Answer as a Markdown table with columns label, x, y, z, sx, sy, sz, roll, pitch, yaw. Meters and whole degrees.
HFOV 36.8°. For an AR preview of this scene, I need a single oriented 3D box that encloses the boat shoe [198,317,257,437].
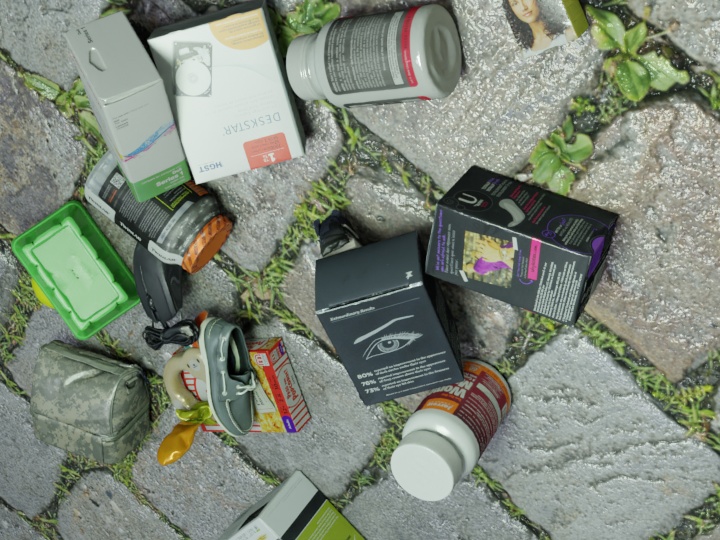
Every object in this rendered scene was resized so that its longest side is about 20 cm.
| label | x | y | z | sx | sy | sz | roll | pitch | yaw |
| --- | --- | --- | --- | --- | --- | --- | --- | --- | --- |
| boat shoe | -0.194 | 0.168 | 1.660 | 0.062 | 0.073 | 0.201 | 1 | 111 | 35 |

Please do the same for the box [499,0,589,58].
| label | x | y | z | sx | sy | sz | roll | pitch | yaw |
| --- | --- | --- | --- | --- | --- | --- | --- | --- | --- |
| box | 0.180 | -0.344 | 1.202 | 0.075 | 0.050 | 0.201 | -17 | 107 | 37 |

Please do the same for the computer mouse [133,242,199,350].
| label | x | y | z | sx | sy | sz | roll | pitch | yaw |
| --- | --- | --- | --- | --- | --- | --- | --- | --- | --- |
| computer mouse | -0.311 | 0.021 | 1.660 | 0.138 | 0.053 | 0.201 | -10 | 85 | 46 |

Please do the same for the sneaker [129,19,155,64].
| label | x | y | z | sx | sy | sz | roll | pitch | yaw |
| --- | --- | --- | --- | --- | --- | --- | --- | --- | --- |
| sneaker | -0.272 | -0.277 | 1.510 | 0.199 | 0.078 | 0.085 | 30 | 152 | 9 |

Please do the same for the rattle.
| label | x | y | z | sx | sy | sz | roll | pitch | yaw |
| --- | --- | --- | --- | --- | --- | --- | --- | --- | --- |
| rattle | -0.284 | 0.176 | 1.680 | 0.130 | 0.143 | 0.201 | 36 | 138 | 32 |

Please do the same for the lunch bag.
| label | x | y | z | sx | sy | sz | roll | pitch | yaw |
| --- | --- | --- | --- | --- | --- | --- | --- | --- | --- |
| lunch bag | -0.465 | 0.218 | 1.868 | 0.199 | 0.139 | 0.169 | 16 | 125 | 21 |

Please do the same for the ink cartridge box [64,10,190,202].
| label | x | y | z | sx | sy | sz | roll | pitch | yaw |
| --- | --- | --- | --- | --- | --- | --- | --- | --- | --- |
| ink cartridge box | -0.301 | -0.212 | 1.408 | 0.145 | 0.084 | 0.200 | 57 | 165 | 29 |

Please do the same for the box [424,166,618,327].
| label | x | y | z | sx | sy | sz | roll | pitch | yaw |
| --- | --- | --- | --- | --- | --- | --- | --- | --- | --- |
| box | 0.197 | -0.032 | 1.331 | 0.199 | 0.122 | 0.107 | 21 | 126 | 19 |

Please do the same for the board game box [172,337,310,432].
| label | x | y | z | sx | sy | sz | roll | pitch | yaw |
| --- | --- | --- | --- | --- | --- | --- | --- | --- | --- |
| board game box | -0.193 | 0.187 | 1.746 | 0.199 | 0.046 | 0.152 | -5 | 114 | 33 |

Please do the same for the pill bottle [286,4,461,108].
| label | x | y | z | sx | sy | sz | roll | pitch | yaw |
| --- | --- | --- | --- | --- | --- | --- | --- | --- | --- |
| pill bottle | 0.013 | -0.256 | 1.315 | 0.199 | 0.111 | 0.111 | -1 | 117 | 31 |

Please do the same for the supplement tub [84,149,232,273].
| label | x | y | z | sx | sy | sz | roll | pitch | yaw |
| --- | --- | --- | --- | --- | --- | --- | --- | --- | --- |
| supplement tub | -0.295 | -0.094 | 1.590 | 0.200 | 0.123 | 0.123 | 39 | 130 | 6 |

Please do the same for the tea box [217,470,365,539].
| label | x | y | z | sx | sy | sz | roll | pitch | yaw |
| --- | --- | --- | --- | --- | --- | --- | --- | --- | --- |
| tea box | -0.121 | 0.481 | 1.824 | 0.197 | 0.134 | 0.200 | 48 | 131 | -1 |

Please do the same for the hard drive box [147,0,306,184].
| label | x | y | z | sx | sy | sz | roll | pitch | yaw |
| --- | --- | --- | --- | --- | --- | --- | --- | --- | --- |
| hard drive box | -0.171 | -0.235 | 1.419 | 0.155 | 0.077 | 0.201 | -15 | 113 | 4 |

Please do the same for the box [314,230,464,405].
| label | x | y | z | sx | sy | sz | roll | pitch | yaw |
| --- | --- | --- | --- | --- | --- | --- | --- | --- | --- |
| box | 0.040 | 0.066 | 1.432 | 0.147 | 0.105 | 0.201 | -15 | 131 | 11 |

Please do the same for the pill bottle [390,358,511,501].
| label | x | y | z | sx | sy | sz | roll | pitch | yaw |
| --- | --- | --- | --- | --- | --- | --- | --- | --- | --- |
| pill bottle | 0.123 | 0.216 | 1.473 | 0.109 | 0.200 | 0.110 | 15 | 124 | 23 |

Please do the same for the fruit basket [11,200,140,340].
| label | x | y | z | sx | sy | sz | roll | pitch | yaw |
| --- | --- | --- | --- | --- | --- | --- | --- | --- | --- |
| fruit basket | -0.469 | 0.005 | 1.770 | 0.216 | 0.155 | 0.216 | 53 | 172 | 10 |

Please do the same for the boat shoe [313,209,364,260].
| label | x | y | z | sx | sy | sz | roll | pitch | yaw |
| --- | --- | --- | --- | --- | --- | --- | --- | --- | --- |
| boat shoe | 0.000 | 0.000 | 1.513 | 0.074 | 0.093 | 0.200 | -26 | 132 | 6 |
